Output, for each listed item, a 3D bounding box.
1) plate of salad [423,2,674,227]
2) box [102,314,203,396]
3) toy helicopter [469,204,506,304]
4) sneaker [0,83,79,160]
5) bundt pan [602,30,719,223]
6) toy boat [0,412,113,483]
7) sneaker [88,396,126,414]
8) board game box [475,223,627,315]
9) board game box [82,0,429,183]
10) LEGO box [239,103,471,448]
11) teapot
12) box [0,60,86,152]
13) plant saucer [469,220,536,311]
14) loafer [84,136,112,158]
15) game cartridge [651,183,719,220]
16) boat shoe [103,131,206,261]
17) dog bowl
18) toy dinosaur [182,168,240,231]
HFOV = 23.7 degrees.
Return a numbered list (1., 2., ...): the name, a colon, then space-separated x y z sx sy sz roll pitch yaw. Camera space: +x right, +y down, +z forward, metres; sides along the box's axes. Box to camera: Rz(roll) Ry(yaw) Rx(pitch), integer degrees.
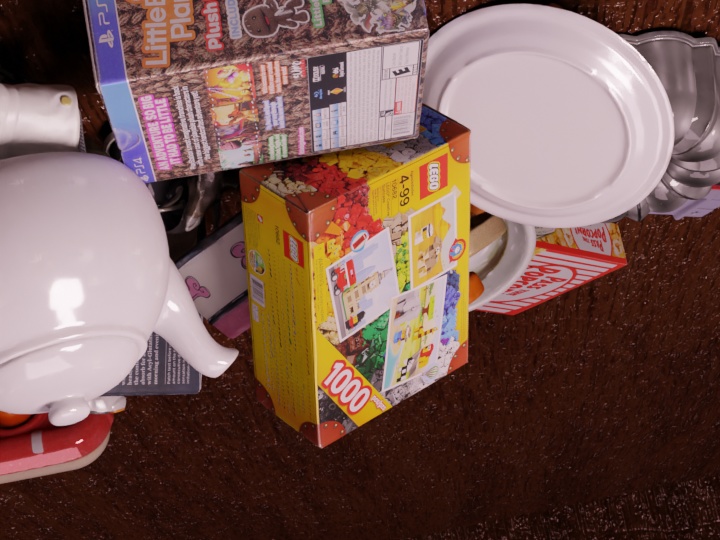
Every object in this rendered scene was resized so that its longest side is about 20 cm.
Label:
1. plate of salad: 0.130 -0.114 1.246 0.198 0.048 0.201 11 135 11
2. box: -0.250 0.047 1.431 0.199 0.108 0.148 1 -179 -30
3. toy helicopter: 0.045 -0.010 1.412 0.132 0.079 0.199 -38 -170 -39
4. sneaker: -0.241 -0.059 1.113 0.115 0.074 0.200 1 156 -26
5. bundt pan: 0.212 -0.101 1.347 0.200 0.076 0.202 -6 153 -3
6. toy boat: -0.351 0.129 1.706 0.198 0.131 0.131 -11 131 -2
7. sneaker: -0.309 0.073 1.613 0.198 0.093 0.076 11 179 4
8. board game box: 0.137 -0.011 1.651 0.199 0.047 0.151 8 154 -45
9. board game box: -0.065 -0.141 1.075 0.198 0.098 0.160 -10 161 -4
10. LEGO box: 0.000 0.000 1.204 0.148 0.077 0.201 -28 133 -31
11. teapot: -0.205 0.027 1.071 0.199 0.147 0.197 -21 162 8
12. box: -0.303 -0.096 1.153 0.159 0.045 0.200 -18 161 18
13. plant saucer: 0.052 -0.029 1.497 0.198 0.050 0.201 -7 143 -5
14. loafer: -0.247 -0.023 1.280 0.200 0.070 0.075 -42 133 18
15. game cartridge: 0.273 -0.085 1.540 0.199 0.039 0.129 1 162 -32
16. boat shoe: -0.154 -0.057 1.324 0.073 0.061 0.200 -10 162 -7
17. dog bowl: -0.053 -0.023 1.325 0.199 0.074 0.200 -35 180 0
18. toy dinosaur: -0.063 -0.110 1.236 0.199 0.077 0.102 -32 174 3
